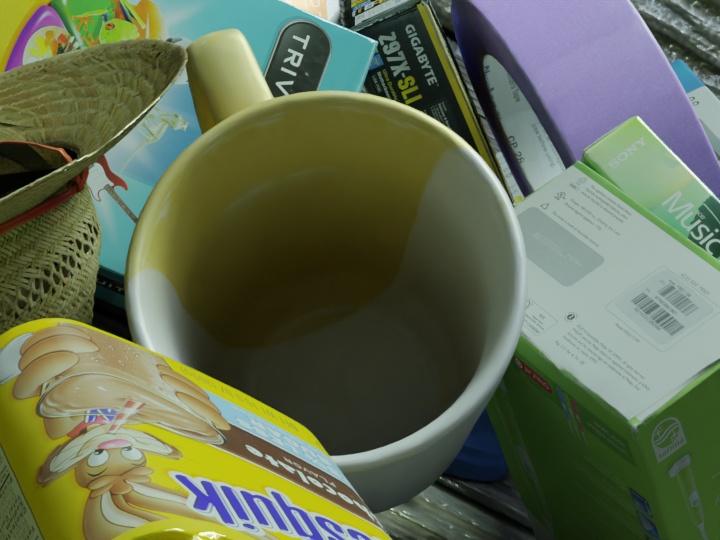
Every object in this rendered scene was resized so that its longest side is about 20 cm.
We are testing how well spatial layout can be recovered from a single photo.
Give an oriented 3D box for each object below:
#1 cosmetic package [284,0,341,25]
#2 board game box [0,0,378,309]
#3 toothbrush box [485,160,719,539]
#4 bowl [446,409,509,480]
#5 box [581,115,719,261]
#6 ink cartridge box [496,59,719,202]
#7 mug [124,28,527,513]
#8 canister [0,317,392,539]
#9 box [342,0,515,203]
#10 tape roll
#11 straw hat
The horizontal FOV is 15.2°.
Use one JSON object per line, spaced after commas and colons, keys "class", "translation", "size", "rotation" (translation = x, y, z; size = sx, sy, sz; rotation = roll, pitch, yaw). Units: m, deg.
{"class": "cosmetic package", "translation": [-0.111, -0.116, 1.401], "size": [0.200, 0.102, 0.071], "rotation": [3, -22, -22]}
{"class": "board game box", "translation": [-0.110, -0.069, 1.190], "size": [0.200, 0.151, 0.047], "rotation": [22, -21, -8]}
{"class": "toothbrush box", "translation": [0.125, 0.076, 1.147], "size": [0.146, 0.086, 0.200], "rotation": [40, -22, 47]}
{"class": "bowl", "translation": [-0.003, 0.036, 1.369], "size": [0.200, 0.039, 0.201], "rotation": [29, 10, -6]}
{"class": "box", "translation": [0.168, 0.041, 1.179], "size": [0.200, 0.036, 0.144], "rotation": [47, -18, 19]}
{"class": "ink cartridge box", "translation": [0.180, 0.004, 1.548], "size": [0.146, 0.147, 0.200], "rotation": [64, -2, -31]}
{"class": "mug", "translation": [-0.007, 0.011, 1.069], "size": [0.149, 0.187, 0.153], "rotation": [7, -20, 5]}
{"class": "canister", "translation": [-0.046, 0.098, 0.815], "size": [0.148, 0.087, 0.200], "rotation": [26, 9, -25]}
{"class": "box", "translation": [0.049, -0.048, 1.372], "size": [0.160, 0.049, 0.200], "rotation": [-100, 167, -80]}
{"class": "tape roll", "translation": [0.119, -0.063, 1.361], "size": [0.200, 0.066, 0.200], "rotation": [62, -5, 10]}
{"class": "straw hat", "translation": [-0.140, -0.007, 1.023], "size": [0.201, 0.201, 0.085], "rotation": [-117, -176, -72]}
